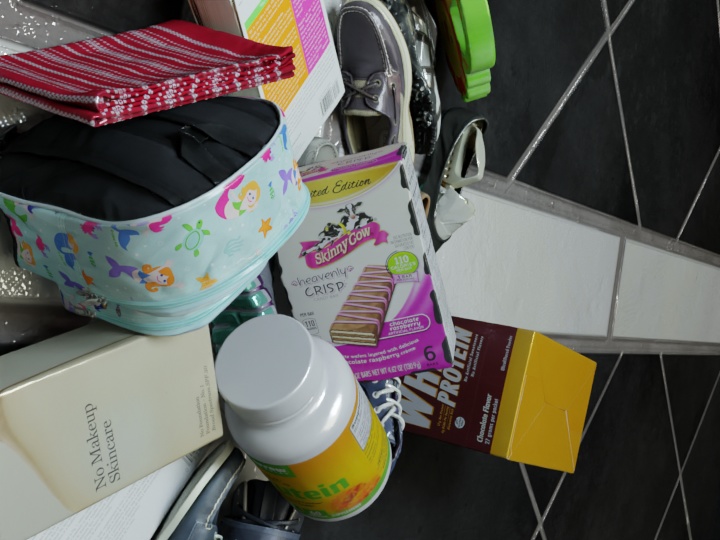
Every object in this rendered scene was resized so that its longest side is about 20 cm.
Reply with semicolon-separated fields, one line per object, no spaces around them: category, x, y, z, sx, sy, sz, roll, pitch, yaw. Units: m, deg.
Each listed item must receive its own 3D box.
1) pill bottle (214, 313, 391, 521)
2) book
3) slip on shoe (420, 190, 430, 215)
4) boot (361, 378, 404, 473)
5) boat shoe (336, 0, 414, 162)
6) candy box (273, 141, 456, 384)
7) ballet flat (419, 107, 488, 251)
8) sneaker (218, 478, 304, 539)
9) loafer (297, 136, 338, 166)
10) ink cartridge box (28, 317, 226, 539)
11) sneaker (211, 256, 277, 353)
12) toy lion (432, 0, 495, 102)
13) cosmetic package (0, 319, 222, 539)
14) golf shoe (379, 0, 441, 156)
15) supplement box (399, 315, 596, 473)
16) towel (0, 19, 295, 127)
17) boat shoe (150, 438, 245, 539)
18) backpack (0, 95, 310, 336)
pill bottle;-0.048;0.124;0.784;0.112;0.110;0.201;-62;150;-25
book;-0.070;-0.195;0.820;0.134;0.048;0.201;-58;152;-31
slip on shoe;0.027;0.003;1.013;0.076;0.060;0.202;35;68;-52
boot;0.022;0.136;0.968;0.072;0.090;0.202;19;94;-39
boat shoe;0.011;-0.173;0.947;0.065;0.071;0.202;-50;140;-46
candy box;0.000;0.000;0.841;0.061;0.135;0.202;-72;148;-66
ballet flat;0.105;-0.099;1.096;0.068;0.068;0.202;27;75;-54
sneaker;-0.098;0.262;0.823;0.202;0.076;0.148;121;-15;-81
loafer;-0.029;-0.030;0.919;0.070;0.069;0.203;-23;115;-46
ink cartridge box;-0.206;0.137;0.729;0.201;0.043;0.174;-57;133;-30
sneaker;-0.092;0.014;0.841;0.087;0.074;0.202;-41;128;-49
toy lion;0.107;-0.268;0.995;0.201;0.068;0.193;-104;178;-61
cosmetic package;-0.196;0.101;0.647;0.199;0.072;0.105;-24;113;-48
golf shoe;0.059;-0.224;1.000;0.095;0.077;0.202;-45;132;-40
supplement box;0.133;0.136;1.069;0.197;0.198;0.134;25;77;-54
towel;-0.156;-0.145;0.654;0.199;0.143;0.023;-29;131;-49
boat shoe;-0.148;0.238;0.775;0.061;0.075;0.201;33;72;-4
backpack;-0.138;-0.048;0.652;0.178;0.198;0.152;-48;133;-39
